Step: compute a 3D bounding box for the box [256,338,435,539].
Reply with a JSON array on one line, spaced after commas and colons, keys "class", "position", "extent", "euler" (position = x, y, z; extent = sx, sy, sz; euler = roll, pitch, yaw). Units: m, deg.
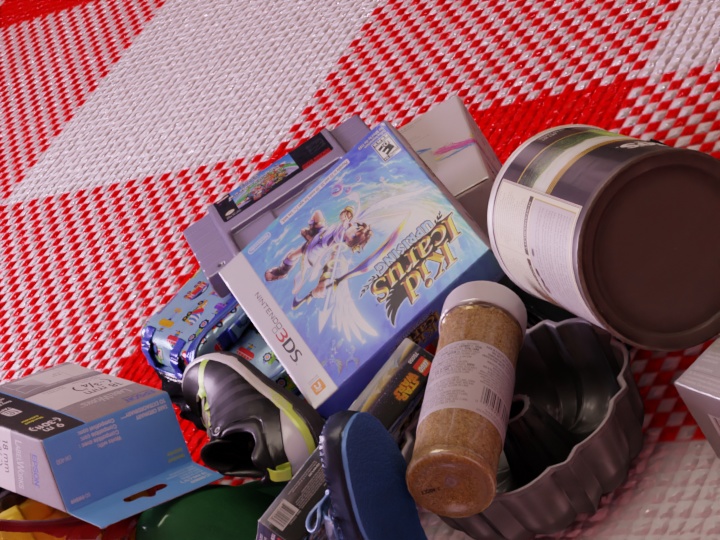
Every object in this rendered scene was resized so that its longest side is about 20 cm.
[{"class": "box", "position": [-0.012, 0.163, 1.685], "extent": [0.200, 0.040, 0.137], "euler": [-50, -13, -25]}]

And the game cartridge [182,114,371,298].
[{"class": "game cartridge", "position": [-0.065, -0.063, 1.912], "extent": [0.200, 0.038, 0.130], "euler": [-34, 31, -1]}]

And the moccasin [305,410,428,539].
[{"class": "moccasin", "position": [-0.001, 0.187, 1.540], "extent": [0.068, 0.201, 0.081], "euler": [6, 38, 34]}]

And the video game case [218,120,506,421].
[{"class": "video game case", "position": [0.000, 0.000, 1.770], "extent": [0.200, 0.045, 0.181], "euler": [-43, 53, 6]}]

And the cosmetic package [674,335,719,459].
[{"class": "cosmetic package", "position": [0.335, 0.053, 1.507], "extent": [0.200, 0.090, 0.107], "euler": [-40, 26, -15]}]

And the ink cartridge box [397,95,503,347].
[{"class": "ink cartridge box", "position": [0.080, -0.040, 1.893], "extent": [0.125, 0.129, 0.200], "euler": [-30, 29, 9]}]

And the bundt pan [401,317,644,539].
[{"class": "bundt pan", "position": [0.134, 0.131, 1.616], "extent": [0.201, 0.076, 0.202], "euler": [-28, 28, 16]}]

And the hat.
[{"class": "hat", "position": [-0.163, 0.193, 1.740], "extent": [0.165, 0.176, 0.200], "euler": [-2, 43, 45]}]

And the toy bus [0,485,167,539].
[{"class": "toy bus", "position": [-0.245, 0.208, 1.872], "extent": [0.191, 0.136, 0.200], "euler": [-26, 18, -10]}]

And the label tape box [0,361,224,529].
[{"class": "label tape box", "position": [-0.233, 0.142, 1.774], "extent": [0.199, 0.064, 0.144], "euler": [13, 23, 40]}]

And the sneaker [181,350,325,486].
[{"class": "sneaker", "position": [-0.107, 0.125, 1.745], "extent": [0.083, 0.072, 0.200], "euler": [-28, 28, -28]}]

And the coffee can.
[{"class": "coffee can", "position": [0.195, -0.029, 1.591], "extent": [0.146, 0.147, 0.200], "euler": [-39, 17, -7]}]

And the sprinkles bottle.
[{"class": "sprinkles bottle", "position": [0.081, 0.093, 1.580], "extent": [0.068, 0.068, 0.200], "euler": [-21, 31, 26]}]

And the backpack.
[{"class": "backpack", "position": [-0.078, 0.072, 1.890], "extent": [0.183, 0.135, 0.200], "euler": [-43, 29, -16]}]

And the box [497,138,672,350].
[{"class": "box", "position": [0.223, -0.015, 1.774], "extent": [0.200, 0.046, 0.159], "euler": [-40, 30, -8]}]
